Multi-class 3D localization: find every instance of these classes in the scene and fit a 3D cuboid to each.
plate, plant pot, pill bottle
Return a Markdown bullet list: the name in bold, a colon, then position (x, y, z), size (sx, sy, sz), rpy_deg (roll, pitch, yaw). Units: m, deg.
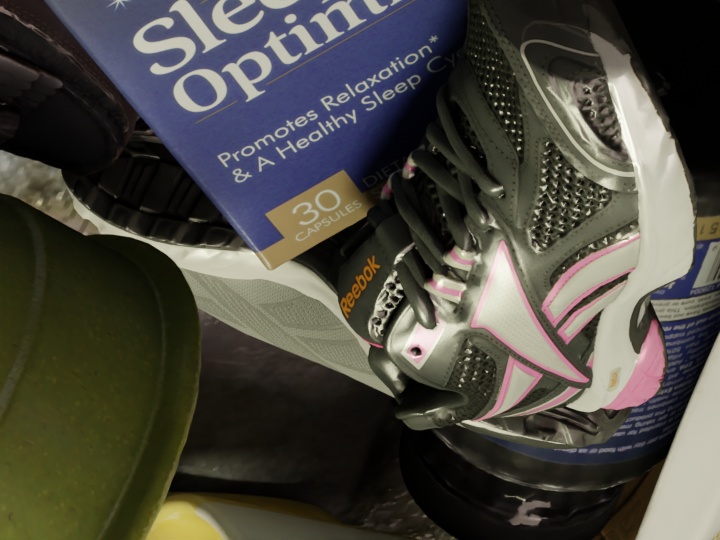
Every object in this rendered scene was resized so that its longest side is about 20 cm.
- **plate**: position (0.158, -0.007, 0.846), size (0.032, 0.200, 0.200), rpy_deg (25, 132, 10)
- **plant pot**: position (-0.177, 0.018, 0.657), size (0.200, 0.200, 0.190), rpy_deg (-37, 123, 16)
- **pill bottle**: position (0.075, 0.005, 0.865), size (0.112, 0.112, 0.200), rpy_deg (-3, 135, -20)

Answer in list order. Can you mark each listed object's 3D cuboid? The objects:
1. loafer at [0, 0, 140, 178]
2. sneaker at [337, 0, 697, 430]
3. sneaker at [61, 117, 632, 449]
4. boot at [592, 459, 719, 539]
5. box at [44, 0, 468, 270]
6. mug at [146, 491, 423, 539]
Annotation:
- **loafer**: position (-0.150, -0.073, 0.694), size (0.200, 0.063, 0.072), rpy_deg (33, 138, -29)
- **sneaker**: position (0.036, -0.008, 0.661), size (0.086, 0.080, 0.200), rpy_deg (-18, 145, -7)
- **sneaker**: position (0.000, 0.000, 0.801), size (0.074, 0.200, 0.079), rpy_deg (-59, 164, -17)
- **boot**: position (0.153, 0.105, 1.035), size (0.200, 0.073, 0.155), rpy_deg (-35, 143, 21)
- **box**: position (-0.017, -0.086, 0.629), size (0.121, 0.032, 0.200), rpy_deg (-29, 141, 7)
- **mug**: position (-0.004, 0.142, 0.898), size (0.153, 0.187, 0.149), rpy_deg (5, 148, -29)
